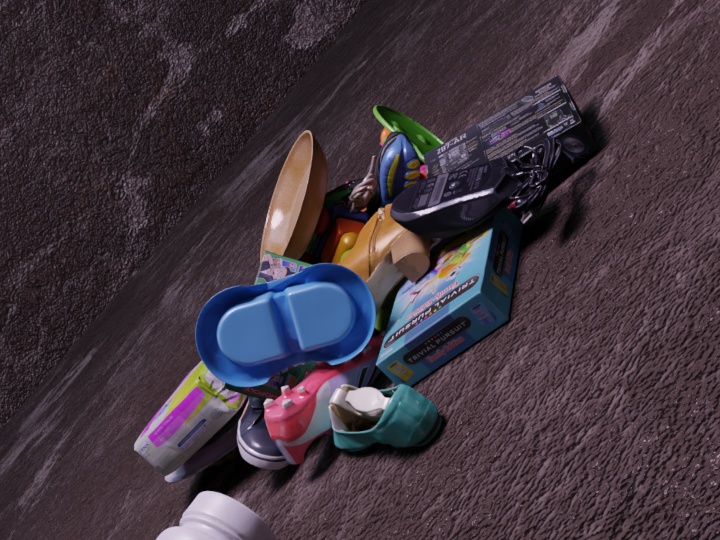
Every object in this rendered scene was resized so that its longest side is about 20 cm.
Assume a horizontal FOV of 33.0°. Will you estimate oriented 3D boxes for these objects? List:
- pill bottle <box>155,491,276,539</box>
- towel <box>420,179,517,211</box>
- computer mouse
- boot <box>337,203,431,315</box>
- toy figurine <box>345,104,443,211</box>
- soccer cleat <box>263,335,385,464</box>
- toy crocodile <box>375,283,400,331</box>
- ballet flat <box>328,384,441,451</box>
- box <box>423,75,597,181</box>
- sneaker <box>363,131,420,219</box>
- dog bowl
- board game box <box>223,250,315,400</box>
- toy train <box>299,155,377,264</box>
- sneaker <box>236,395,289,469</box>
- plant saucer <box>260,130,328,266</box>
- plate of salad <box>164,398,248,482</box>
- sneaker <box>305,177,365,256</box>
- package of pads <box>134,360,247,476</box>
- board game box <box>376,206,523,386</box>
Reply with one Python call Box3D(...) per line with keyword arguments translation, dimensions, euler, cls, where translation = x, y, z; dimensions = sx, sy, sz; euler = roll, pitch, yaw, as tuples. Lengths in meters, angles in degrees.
Box3D(translation=(-0.172, 0.321, 1.172), dimensions=(0.113, 0.113, 0.200), euler=(-25, 26, 53), cls="pill bottle")
Box3D(translation=(0.139, -0.095, 1.504), dimensions=(0.200, 0.023, 0.145), euler=(-18, 29, 34), cls="towel")
Box3D(translation=(0.128, -0.075, 1.345), dimensions=(0.200, 0.053, 0.139), euler=(-13, 31, 28), cls="computer mouse")
Box3D(translation=(0.000, -0.001, 1.440), dimensions=(0.201, 0.071, 0.144), euler=(-32, 25, 14), cls="boot")
Box3D(translation=(0.043, -0.111, 1.759), dimensions=(0.184, 0.150, 0.200), euler=(-55, 37, 17), cls="toy figurine")
Box3D(translation=(-0.028, 0.137, 1.354), dimensions=(0.067, 0.077, 0.200), euler=(0, 24, 44), cls="soccer cleat")
Box3D(translation=(0.043, 0.004, 1.528), dimensions=(0.200, 0.062, 0.068), euler=(-75, -6, -57), cls="toy crocodile")
Box3D(translation=(0.009, 0.142, 1.233), dimensions=(0.067, 0.070, 0.200), euler=(-56, 17, -22), cls="ballet flat")
Box3D(translation=(0.175, -0.142, 1.463), dimensions=(0.200, 0.044, 0.160), euler=(-30, 25, 13), cls="box")
Box3D(translation=(0.040, -0.102, 1.657), dimensions=(0.083, 0.071, 0.200), euler=(-95, 15, -49), cls="sneaker")
Box3D(translation=(-0.081, 0.058, 1.344), dimensions=(0.200, 0.112, 0.050), euler=(-15, 4, 2), cls="dog bowl")
Box3D(translation=(-0.074, 0.073, 1.445), dimensions=(0.029, 0.134, 0.200), euler=(112, 173, -47), cls="board game box")
Box3D(translation=(-0.013, -0.036, 1.554), dimensions=(0.116, 0.084, 0.200), euler=(-104, 32, -54), cls="toy train")
Box3D(translation=(-0.097, 0.152, 1.434), dimensions=(0.200, 0.078, 0.080), euler=(-79, 2, -65), cls="sneaker")
Box3D(translation=(-0.084, -0.085, 1.610), dimensions=(0.200, 0.035, 0.201), euler=(-164, 90, -74), cls="plant saucer")
Box3D(translation=(-0.166, 0.212, 1.563), dimensions=(0.200, 0.048, 0.200), euler=(-34, 11, 7), cls="plate of salad")
Box3D(translation=(-0.031, -0.048, 1.661), dimensions=(0.078, 0.085, 0.200), euler=(-27, -22, -42), cls="sneaker")
Box3D(translation=(-0.184, 0.147, 1.522), dimensions=(0.155, 0.068, 0.200), euler=(-45, 6, 28), cls="package of pads")
Box3D(translation=(0.101, 0.023, 1.337), dimensions=(0.151, 0.047, 0.200), euler=(-38, 17, 29), cls="board game box")
